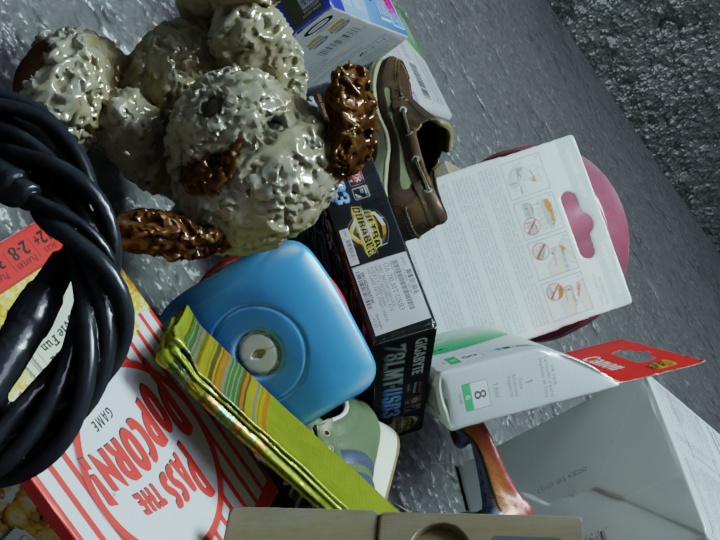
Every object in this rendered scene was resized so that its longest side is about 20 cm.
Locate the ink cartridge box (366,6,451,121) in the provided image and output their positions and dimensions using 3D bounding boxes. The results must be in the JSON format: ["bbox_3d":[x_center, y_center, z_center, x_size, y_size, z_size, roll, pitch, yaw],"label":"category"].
[{"bbox_3d":[-0.001,-0.211,1.095,0.199,0.083,0.147,1,61,-64],"label":"ink cartridge box"}]

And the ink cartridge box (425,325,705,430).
[{"bbox_3d":[0.138,0.065,0.819,0.161,0.197,0.051,-163,-122,-80],"label":"ink cartridge box"}]

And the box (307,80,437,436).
[{"bbox_3d":[0.000,0.000,0.778,0.201,0.049,0.201,88,-14,-62],"label":"box"}]

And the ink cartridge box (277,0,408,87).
[{"bbox_3d":[-0.060,-0.204,0.900,0.077,0.135,0.199,60,23,8],"label":"ink cartridge box"}]

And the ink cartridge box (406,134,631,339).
[{"bbox_3d":[0.118,-0.012,0.939,0.047,0.197,0.163,75,-3,-80],"label":"ink cartridge box"}]

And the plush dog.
[{"bbox_3d":[-0.082,-0.080,0.627,0.172,0.199,0.161,53,-5,33],"label":"plush dog"}]

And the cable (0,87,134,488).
[{"bbox_3d":[-0.178,-0.010,0.418,0.051,0.161,0.203,89,-18,-66],"label":"cable"}]

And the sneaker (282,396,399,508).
[{"bbox_3d":[-0.024,0.140,0.667,0.090,0.067,0.201,48,21,-20],"label":"sneaker"}]

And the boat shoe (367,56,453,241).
[{"bbox_3d":[0.046,-0.109,0.913,0.075,0.074,0.205,53,28,-50],"label":"boat shoe"}]

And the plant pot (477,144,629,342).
[{"bbox_3d":[0.143,-0.016,1.056,0.178,0.199,0.202,-17,77,-50],"label":"plant pot"}]

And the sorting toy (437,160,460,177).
[{"bbox_3d":[0.194,-0.038,1.313,0.198,0.069,0.203,17,48,-58],"label":"sorting toy"}]

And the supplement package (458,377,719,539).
[{"bbox_3d":[0.226,0.221,0.920,0.199,0.190,0.149,33,35,-45],"label":"supplement package"}]

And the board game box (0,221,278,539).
[{"bbox_3d":[-0.135,0.080,0.527,0.201,0.046,0.152,56,23,-10],"label":"board game box"}]

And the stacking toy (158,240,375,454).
[{"bbox_3d":[-0.051,0.026,0.718,0.111,0.115,0.200,59,12,-8],"label":"stacking toy"}]

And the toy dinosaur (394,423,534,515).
[{"bbox_3d":[0.117,0.197,0.795,0.105,0.196,0.185,-40,131,-82],"label":"toy dinosaur"}]

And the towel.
[{"bbox_3d":[-0.032,0.097,0.585,0.200,0.018,0.086,45,7,-12],"label":"towel"}]

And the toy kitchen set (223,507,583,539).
[{"bbox_3d":[0.007,0.185,0.437,0.165,0.177,0.202,80,12,-45],"label":"toy kitchen set"}]
